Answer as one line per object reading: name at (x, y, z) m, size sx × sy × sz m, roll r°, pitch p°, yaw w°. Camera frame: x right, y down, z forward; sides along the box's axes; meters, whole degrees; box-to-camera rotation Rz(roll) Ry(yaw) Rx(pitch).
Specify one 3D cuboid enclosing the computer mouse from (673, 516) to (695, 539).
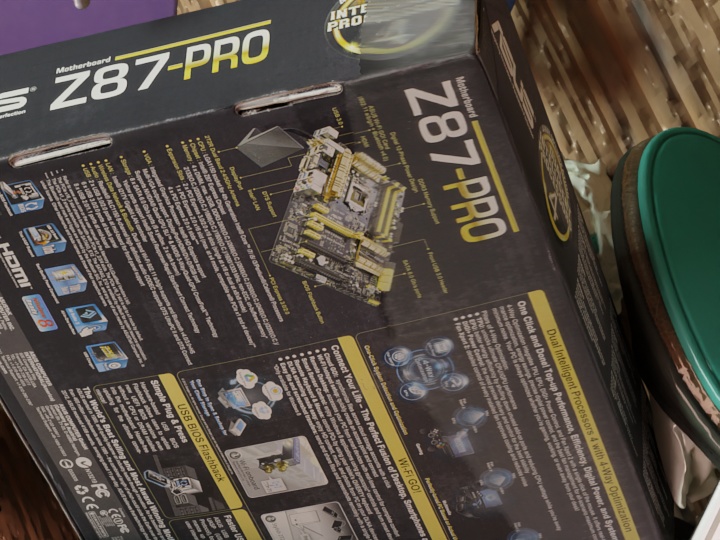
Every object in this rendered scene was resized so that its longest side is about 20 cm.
computer mouse at (0.112, 0.114, 0.780) m, size 0.200 × 0.058 × 0.034 m, roll 38°, pitch 117°, yaw 50°

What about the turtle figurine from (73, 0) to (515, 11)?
turtle figurine at (0.003, -0.159, 0.799) m, size 0.144 × 0.200 × 0.194 m, roll -23°, pitch 73°, yaw 20°

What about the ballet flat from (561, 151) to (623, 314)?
ballet flat at (0.000, 0.000, 0.895) m, size 0.200 × 0.072 × 0.072 m, roll -16°, pitch 86°, yaw 49°

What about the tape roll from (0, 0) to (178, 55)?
tape roll at (-0.116, -0.113, 0.924) m, size 0.200 × 0.085 × 0.201 m, roll -179°, pitch 90°, yaw -74°

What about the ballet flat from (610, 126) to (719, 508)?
ballet flat at (0.119, 0.055, 0.775) m, size 0.200 × 0.068 × 0.068 m, roll 57°, pitch 143°, yaw 24°

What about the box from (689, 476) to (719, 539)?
box at (0.170, 0.015, 0.666) m, size 0.117 × 0.060 × 0.200 m, roll 33°, pitch 109°, yaw 26°

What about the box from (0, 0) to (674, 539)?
box at (-0.016, 0.018, 0.768) m, size 0.161 × 0.049 × 0.200 m, roll -11°, pitch 132°, yaw 16°
